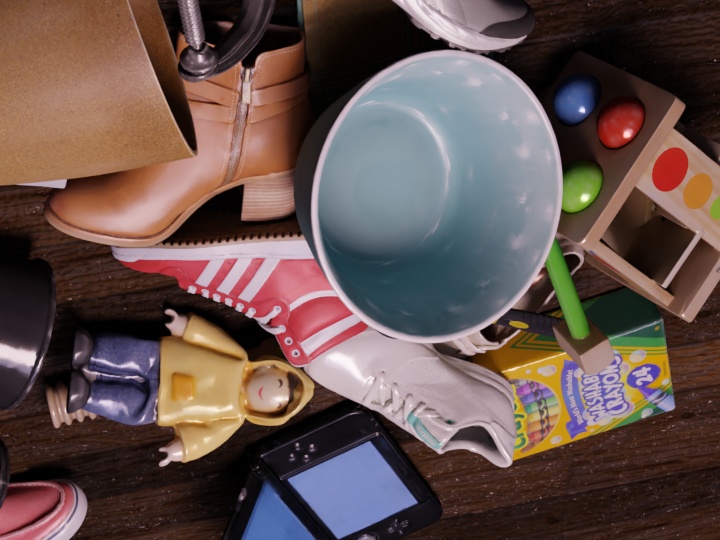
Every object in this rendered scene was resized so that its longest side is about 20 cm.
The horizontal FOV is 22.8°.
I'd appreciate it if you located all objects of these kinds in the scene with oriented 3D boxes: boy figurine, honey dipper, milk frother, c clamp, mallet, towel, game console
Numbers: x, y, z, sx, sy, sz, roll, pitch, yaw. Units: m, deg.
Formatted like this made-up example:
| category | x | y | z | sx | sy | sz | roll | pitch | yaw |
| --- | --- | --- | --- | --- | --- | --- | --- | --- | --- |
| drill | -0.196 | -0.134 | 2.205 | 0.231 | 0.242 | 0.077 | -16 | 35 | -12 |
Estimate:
| category | x | y | z | sx | sy | sz | roll | pitch | yaw |
| --- | --- | --- | --- | --- | --- | --- | --- | --- | --- |
| boy figurine | -0.135 | 0.096 | 1.428 | 0.199 | 0.125 | 0.064 | 9 | 171 | -9 |
| honey dipper | -0.159 | 0.089 | 1.473 | 0.199 | 0.038 | 0.038 | -13 | 136 | -9 |
| milk frother | -0.337 | 0.076 | 1.287 | 0.187 | 0.201 | 0.181 | 16 | 132 | -29 |
| c clamp | -0.103 | -0.199 | 1.131 | 0.027 | 0.171 | 0.201 | 14 | 143 | 22 |
| mallet | 0.106 | 0.027 | 1.424 | 0.199 | 0.041 | 0.066 | 6 | 129 | -20 |
| towel | 0.026 | -0.169 | 1.281 | 0.146 | 0.022 | 0.201 | -11 | 134 | -8 |
| game console | -0.025 | 0.241 | 1.605 | 0.175 | 0.117 | 0.200 | -25 | 136 | 9 |

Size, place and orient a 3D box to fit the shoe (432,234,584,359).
| category | x | y | z | sx | sy | sz | roll | pitch | yaw |
| --- | --- | --- | --- | --- | --- | --- | --- | --- | --- |
| shoe | 0.107 | 0.025 | 1.474 | 0.070 | 0.054 | 0.200 | 29 | 120 | -37 |

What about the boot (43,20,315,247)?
| category | x | y | z | sx | sy | sz | roll | pitch | yaw |
| --- | --- | --- | --- | --- | --- | --- | --- | --- | --- |
| boot | -0.130 | -0.102 | 1.269 | 0.199 | 0.074 | 0.155 | -10 | 134 | -17 |

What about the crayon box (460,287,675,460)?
| category | x | y | z | sx | sy | sz | roll | pitch | yaw |
| --- | --- | --- | --- | --- | --- | --- | --- | --- | --- |
| crayon box | 0.171 | 0.097 | 1.567 | 0.199 | 0.052 | 0.126 | -17 | 136 | 1 |

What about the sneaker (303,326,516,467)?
| category | x | y | z | sx | sy | sz | roll | pitch | yaw |
| --- | --- | --- | --- | --- | --- | --- | --- | --- | --- |
| sneaker | 0.046 | 0.106 | 1.452 | 0.199 | 0.089 | 0.075 | 19 | 130 | -22 |

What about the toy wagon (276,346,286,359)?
| category | x | y | z | sx | sy | sz | roll | pitch | yaw |
| --- | --- | --- | --- | --- | --- | --- | --- | --- | --- |
| toy wagon | 0.000 | 0.000 | 1.428 | 0.155 | 0.040 | 0.200 | 24 | 124 | -34 |

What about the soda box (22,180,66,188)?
| category | x | y | z | sx | sy | sz | roll | pitch | yaw |
| --- | --- | --- | --- | --- | --- | --- | --- | --- | --- |
| soda box | -0.295 | -0.107 | 1.213 | 0.199 | 0.064 | 0.068 | 4 | 133 | -20 |

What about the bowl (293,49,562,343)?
| category | x | y | z | sx | sy | sz | roll | pitch | yaw |
| --- | --- | --- | --- | --- | --- | --- | --- | --- | --- |
| bowl | 0.033 | -0.057 | 1.258 | 0.200 | 0.105 | 0.202 | -5 | 101 | -27 |

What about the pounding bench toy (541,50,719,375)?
| category | x | y | z | sx | sy | sz | roll | pitch | yaw |
| --- | --- | --- | --- | --- | --- | --- | --- | --- | --- |
| pounding bench toy | 0.178 | -0.035 | 1.333 | 0.156 | 0.124 | 0.201 | 31 | 93 | -37 |

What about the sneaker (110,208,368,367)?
| category | x | y | z | sx | sy | sz | roll | pitch | yaw |
| --- | --- | --- | --- | --- | --- | --- | --- | --- | --- |
| sneaker | -0.087 | 0.014 | 1.351 | 0.198 | 0.071 | 0.113 | -1 | 116 | 7 |

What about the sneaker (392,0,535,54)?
| category | x | y | z | sx | sy | sz | roll | pitch | yaw |
| --- | --- | --- | --- | --- | --- | --- | --- | --- | --- |
| sneaker | 0.046 | -0.209 | 1.188 | 0.199 | 0.074 | 0.079 | 25 | 116 | -33 |

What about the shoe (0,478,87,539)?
| category | x | y | z | sx | sy | sz | roll | pitch | yaw |
| --- | --- | --- | --- | --- | --- | --- | --- | --- | --- |
| shoe | -0.338 | 0.212 | 1.511 | 0.199 | 0.072 | 0.091 | -18 | 142 | 8 |

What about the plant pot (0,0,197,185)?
| category | x | y | z | sx | sy | sz | roll | pitch | yaw |
| --- | --- | --- | --- | --- | --- | --- | --- | --- | --- |
| plant pot | -0.224 | -0.128 | 1.107 | 0.199 | 0.187 | 0.187 | -19 | 136 | 0 |
